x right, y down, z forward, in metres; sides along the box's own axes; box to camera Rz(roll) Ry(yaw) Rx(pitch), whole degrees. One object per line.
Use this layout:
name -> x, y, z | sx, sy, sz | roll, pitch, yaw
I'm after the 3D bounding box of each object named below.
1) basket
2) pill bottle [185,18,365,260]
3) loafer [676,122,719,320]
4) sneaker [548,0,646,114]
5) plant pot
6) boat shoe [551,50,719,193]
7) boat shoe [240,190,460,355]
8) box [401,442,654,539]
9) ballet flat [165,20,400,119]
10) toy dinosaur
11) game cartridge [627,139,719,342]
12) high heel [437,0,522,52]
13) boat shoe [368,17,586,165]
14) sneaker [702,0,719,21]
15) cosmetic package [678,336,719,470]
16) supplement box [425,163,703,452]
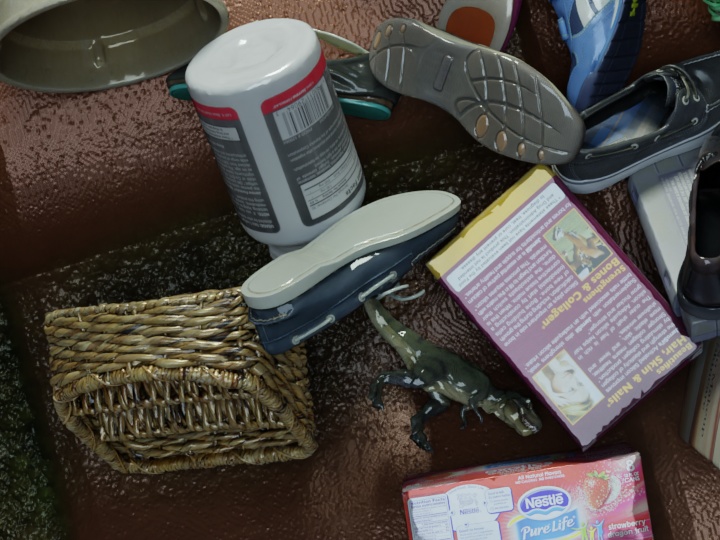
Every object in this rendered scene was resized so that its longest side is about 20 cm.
basket -> -0.149, 0.095, 1.245 | 0.198, 0.143, 0.151 | -6, 89, 20
pill bottle -> -0.059, -0.091, 1.242 | 0.110, 0.111, 0.201 | -17, 124, 3
loafer -> 0.287, -0.056, 1.191 | 0.071, 0.063, 0.201 | 7, 53, 20
sneaker -> 0.192, -0.227, 1.282 | 0.082, 0.074, 0.202 | 12, 100, 28
plant pot -> -0.222, -0.270, 1.260 | 0.198, 0.201, 0.185 | -14, 78, 3
boat shoe -> 0.244, -0.135, 1.262 | 0.199, 0.066, 0.070 | -26, 62, -5
boat shoe -> 0.000, 0.000, 1.198 | 0.199, 0.075, 0.062 | -31, 119, -29
box -> 0.137, 0.208, 1.272 | 0.198, 0.095, 0.101 | -10, 90, 3
ballet flat -> -0.064, -0.171, 1.305 | 0.198, 0.068, 0.069 | 6, 80, -7
toy dinosaur -> 0.055, 0.095, 1.304 | 0.199, 0.047, 0.088 | 37, 78, 3
game cartridge -> 0.294, -0.037, 1.238 | 0.128, 0.039, 0.201 | -17, 48, 7
high heel -> 0.124, -0.247, 1.305 | 0.067, 0.096, 0.202 | 27, 114, 19
boat shoe -> 0.102, -0.151, 1.248 | 0.199, 0.073, 0.075 | 34, 113, 21
sneaker -> 0.307, -0.225, 1.253 | 0.198, 0.077, 0.089 | 7, 107, -21
cosmetic package -> 0.313, 0.105, 1.209 | 0.086, 0.200, 0.104 | 12, 90, 2
supplement box -> 0.164, 0.028, 1.267 | 0.131, 0.103, 0.200 | -40, 87, 2
